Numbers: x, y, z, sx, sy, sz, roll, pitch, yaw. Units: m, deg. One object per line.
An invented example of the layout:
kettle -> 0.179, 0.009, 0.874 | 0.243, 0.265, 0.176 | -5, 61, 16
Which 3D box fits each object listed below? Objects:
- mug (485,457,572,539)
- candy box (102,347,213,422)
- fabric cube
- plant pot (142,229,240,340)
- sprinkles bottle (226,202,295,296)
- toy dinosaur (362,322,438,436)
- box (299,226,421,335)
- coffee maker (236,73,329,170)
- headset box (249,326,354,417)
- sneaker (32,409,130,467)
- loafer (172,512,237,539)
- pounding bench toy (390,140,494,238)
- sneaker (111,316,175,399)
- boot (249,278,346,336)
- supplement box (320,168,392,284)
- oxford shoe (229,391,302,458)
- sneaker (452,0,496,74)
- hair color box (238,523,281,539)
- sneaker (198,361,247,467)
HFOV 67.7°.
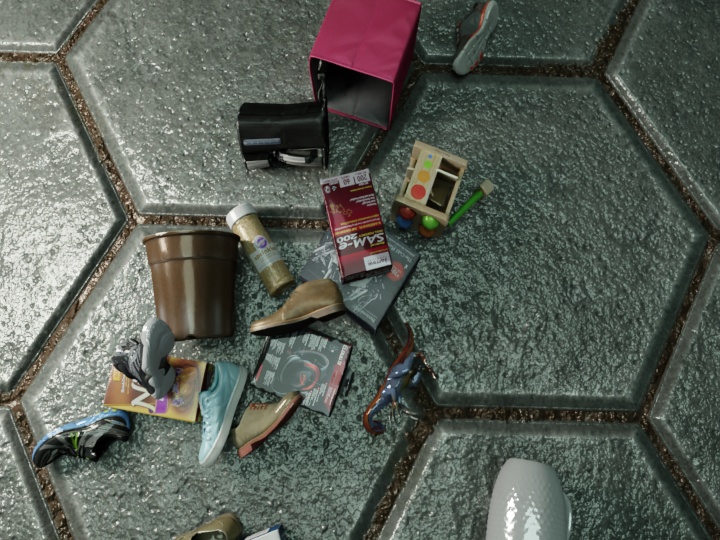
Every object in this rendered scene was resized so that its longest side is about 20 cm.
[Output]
mug -> 0.335, 0.467, 1.026 | 0.195, 0.146, 0.182 | 23, 67, -26
candy box -> -0.414, 0.235, 1.105 | 0.192, 0.057, 0.121 | 8, 77, 3
fabric cube -> 0.011, -0.478, 1.203 | 0.193, 0.197, 0.206 | 18, 77, 4
plant pot -> -0.336, 0.037, 1.089 | 0.192, 0.200, 0.207 | -4, 83, -2
sprinkles bottle -> -0.217, -0.045, 1.166 | 0.067, 0.068, 0.203 | -31, 79, -8
toy dinosaur -> 0.073, 0.248, 1.117 | 0.178, 0.106, 0.203 | -31, 41, 6
box -> 0.000, 0.000, 1.139 | 0.197, 0.104, 0.185 | 33, 79, 7
coffee maker -> -0.167, -0.322, 1.179 | 0.191, 0.135, 0.200 | 0, 101, 0
headset box -> -0.109, 0.200, 1.105 | 0.193, 0.075, 0.154 | 19, 77, 4
sneaker -> -0.555, 0.346, 1.069 | 0.193, 0.071, 0.085 | -21, 71, -8
loafer -> -0.323, 0.537, 1.028 | 0.197, 0.068, 0.077 | -34, 79, -8
pounding bench toy -> 0.177, -0.150, 1.165 | 0.194, 0.125, 0.161 | 21, 77, 4
sneaker -> -0.413, 0.153, 1.007 | 0.111, 0.205, 0.076 | 23, 42, 12
boot -> -0.128, 0.076, 1.057 | 0.193, 0.074, 0.078 | -18, 75, -1
supplement box -> -0.010, -0.088, 1.076 | 0.105, 0.061, 0.207 | -13, 77, -5
oxford shoe -> -0.193, 0.288, 1.050 | 0.199, 0.070, 0.076 | -43, 78, 21
sneaker -> 0.262, -0.563, 1.303 | 0.080, 0.077, 0.204 | 23, 75, 32
hair color box -> -0.170, 0.607, 1.017 | 0.097, 0.061, 0.207 | -17, 77, -4
sneaker -> -0.297, 0.281, 1.076 | 0.080, 0.073, 0.206 | 25, 65, -23
